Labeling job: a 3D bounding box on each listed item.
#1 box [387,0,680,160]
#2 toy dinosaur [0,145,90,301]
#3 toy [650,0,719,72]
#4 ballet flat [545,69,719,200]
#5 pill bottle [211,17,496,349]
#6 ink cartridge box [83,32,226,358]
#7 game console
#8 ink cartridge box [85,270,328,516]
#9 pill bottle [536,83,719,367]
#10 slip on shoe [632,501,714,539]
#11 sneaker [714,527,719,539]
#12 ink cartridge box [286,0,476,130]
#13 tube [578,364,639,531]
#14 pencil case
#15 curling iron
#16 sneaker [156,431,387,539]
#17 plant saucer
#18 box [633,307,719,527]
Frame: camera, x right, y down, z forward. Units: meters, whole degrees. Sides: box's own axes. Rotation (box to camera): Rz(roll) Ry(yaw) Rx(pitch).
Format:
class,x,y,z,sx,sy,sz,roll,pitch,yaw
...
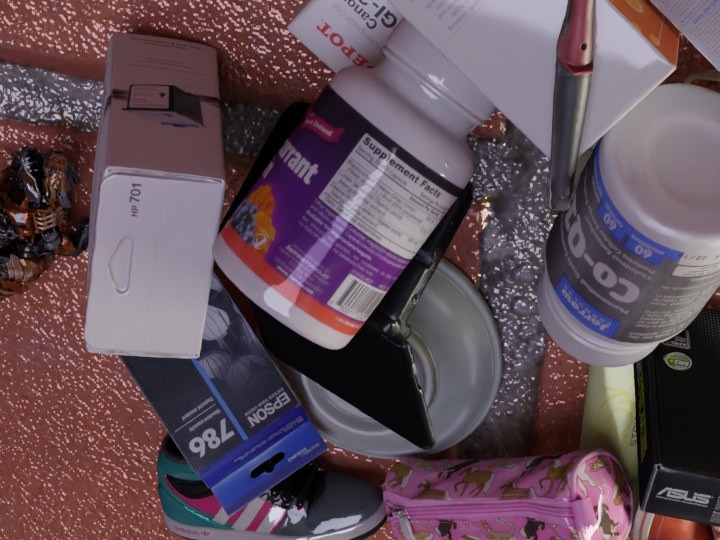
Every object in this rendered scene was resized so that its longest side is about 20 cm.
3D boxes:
class,x,y,z,sx,sy,sz,roll,pitch,yaw
box,0.091,-0.180,1.059,0.200,0.125,0.097,43,118,-11
toy dinosaur,-0.281,-0.027,1.369,0.135,0.102,0.201,19,119,-10
toy,0.255,-0.153,1.058,0.200,0.047,0.115,45,86,2
ballet flat,0.215,-0.098,1.202,0.198,0.070,0.070,-15,113,14
pill bottle,0.003,-0.060,1.131,0.111,0.111,0.201,36,97,-6
ink cartridge box,-0.147,-0.055,1.241,0.085,0.201,0.148,5,122,-12
game console,0.000,0.000,1.264,0.199,0.116,0.177,28,88,43
ink cartridge box,-0.117,0.081,1.356,0.099,0.039,0.201,-35,90,-4
pill bottle,0.182,-0.021,1.132,0.113,0.114,0.200,24,151,2
slip on shoe,0.240,0.192,1.333,0.061,0.074,0.201,14,135,17
sneaker,0.299,0.171,1.319,0.076,0.078,0.202,-10,117,9
ink cartridge box,0.070,-0.192,1.180,0.146,0.083,0.200,41,120,-9
tube,0.196,0.108,1.329,0.052,0.058,0.202,34,127,43
pencil case,0.110,0.177,1.336,0.199,0.087,0.083,-8,128,41
curling iron,0.131,-0.122,0.993,0.049,0.026,0.202,16,119,8
sneaker,-0.080,0.156,1.418,0.198,0.084,0.122,-1,127,18
plant saucer,0.010,0.071,1.361,0.198,0.050,0.202,7,120,12
box,0.286,0.106,1.201,0.198,0.194,0.048,12,122,0
